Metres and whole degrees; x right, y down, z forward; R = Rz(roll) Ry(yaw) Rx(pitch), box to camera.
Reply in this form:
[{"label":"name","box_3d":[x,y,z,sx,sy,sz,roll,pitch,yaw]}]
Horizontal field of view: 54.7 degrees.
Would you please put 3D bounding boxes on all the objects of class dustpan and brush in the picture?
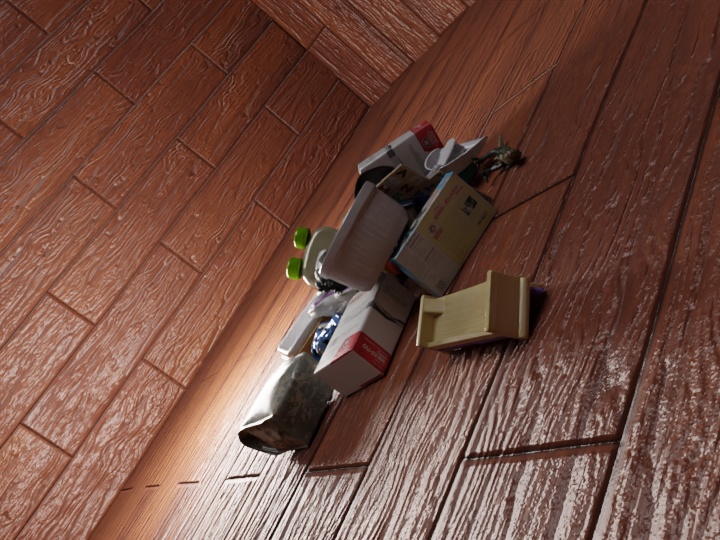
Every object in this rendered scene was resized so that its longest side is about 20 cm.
[{"label":"dustpan and brush","box_3d":[0.178,-0.226,1.485,0.138,0.057,0.202,-7,46,45]}]

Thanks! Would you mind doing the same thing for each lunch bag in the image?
[{"label":"lunch bag","box_3d":[-0.159,0.284,1.443,0.199,0.117,0.165,-29,27,49]}]

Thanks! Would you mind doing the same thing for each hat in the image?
[{"label":"hat","box_3d":[0.079,-0.162,1.518,0.081,0.199,0.202,-50,10,53]}]

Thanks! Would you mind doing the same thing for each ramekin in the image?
[{"label":"ramekin","box_3d":[0.011,-0.056,1.317,0.202,0.104,0.200,-62,-1,-1]}]

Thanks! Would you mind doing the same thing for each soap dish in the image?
[{"label":"soap dish","box_3d":[-0.112,0.146,1.711,0.201,0.081,0.157,-56,13,-11]}]

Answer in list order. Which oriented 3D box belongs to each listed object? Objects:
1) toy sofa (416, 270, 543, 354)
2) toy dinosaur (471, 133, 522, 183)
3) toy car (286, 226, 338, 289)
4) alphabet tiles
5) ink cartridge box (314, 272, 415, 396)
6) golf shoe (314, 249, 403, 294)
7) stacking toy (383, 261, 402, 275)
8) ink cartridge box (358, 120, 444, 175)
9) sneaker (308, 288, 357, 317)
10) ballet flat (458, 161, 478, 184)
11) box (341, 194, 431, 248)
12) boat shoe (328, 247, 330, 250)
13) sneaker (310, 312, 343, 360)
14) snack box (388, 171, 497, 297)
[{"label":"toy sofa","box_3d":[0.169,0.068,0.993,0.199,0.096,0.084,-26,53,62]},{"label":"toy dinosaur","box_3d":[0.279,-0.231,1.426,0.088,0.048,0.200,-34,17,12]},{"label":"toy car","box_3d":[-0.081,-0.014,1.809,0.200,0.161,0.160,59,-137,-73]},{"label":"alphabet tiles","box_3d":[0.133,-0.144,1.378,0.167,0.198,0.008,-35,39,51]},{"label":"ink cartridge box","box_3d":[0.010,0.123,1.346,0.144,0.083,0.201,-38,20,48]},{"label":"golf shoe","box_3d":[0.000,0.000,1.445,0.078,0.197,0.096,-43,46,51]},{"label":"stacking toy","box_3d":[0.050,-0.007,1.536,0.198,0.086,0.086,-15,36,44]},{"label":"ink cartridge box","box_3d":[0.111,-0.237,1.652,0.198,0.145,0.084,-32,15,5]},{"label":"sneaker","box_3d":[-0.044,0.086,1.564,0.199,0.100,0.075,-22,20,48]},{"label":"ballet flat","box_3d":[0.188,-0.157,1.526,0.201,0.067,0.072,-56,-6,-12]},{"label":"box","box_3d":[0.071,-0.081,1.421,0.197,0.122,0.033,-11,30,28]},{"label":"boat shoe","box_3d":[0.010,-0.079,1.549,0.199,0.063,0.074,-39,18,-12]},{"label":"sneaker","box_3d":[-0.056,0.151,1.541,0.083,0.073,0.200,-61,9,-27]},{"label":"snack box","box_3d":[0.153,-0.066,1.275,0.201,0.116,0.037,-55,14,-12]}]
